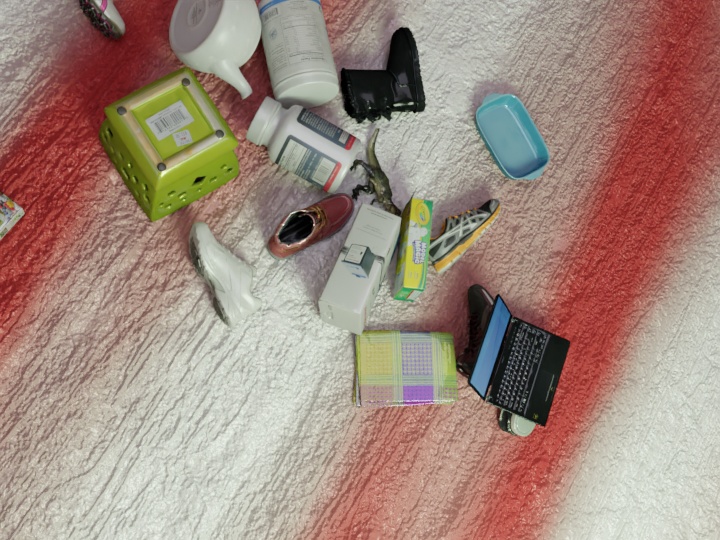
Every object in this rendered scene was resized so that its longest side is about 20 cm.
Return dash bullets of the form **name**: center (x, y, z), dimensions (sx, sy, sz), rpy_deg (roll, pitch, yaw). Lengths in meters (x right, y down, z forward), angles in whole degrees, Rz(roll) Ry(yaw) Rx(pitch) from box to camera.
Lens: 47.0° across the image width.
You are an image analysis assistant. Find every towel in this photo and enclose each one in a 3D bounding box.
- **towel**: center (0.083, 0.185, 1.569), dimensions (0.198, 0.023, 0.145), rpy_deg (-1, 76, -7)

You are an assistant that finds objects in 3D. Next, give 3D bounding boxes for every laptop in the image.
- **laptop**: center (0.297, 0.168, 1.530), dimensions (0.199, 0.103, 0.178), rpy_deg (24, 74, -6)

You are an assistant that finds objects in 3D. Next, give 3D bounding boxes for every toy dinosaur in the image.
- **toy dinosaur**: center (0.022, -0.183, 1.639), dimensions (0.088, 0.047, 0.202), rpy_deg (-9, 79, -31)

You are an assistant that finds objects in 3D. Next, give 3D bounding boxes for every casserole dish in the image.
- **casserole dish**: center (0.314, -0.277, 1.743), dimensions (0.121, 0.039, 0.201), rpy_deg (-28, 86, -19)

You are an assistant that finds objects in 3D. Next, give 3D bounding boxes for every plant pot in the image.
- **plant pot**: center (-0.339, -0.234, 1.482), dimensions (0.199, 0.181, 0.200), rpy_deg (-33, 88, -18)

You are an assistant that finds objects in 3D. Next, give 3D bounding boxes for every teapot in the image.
- **teapot**: center (-0.258, -0.460, 1.577), dimensions (0.146, 0.197, 0.201), rpy_deg (19, 102, -47)

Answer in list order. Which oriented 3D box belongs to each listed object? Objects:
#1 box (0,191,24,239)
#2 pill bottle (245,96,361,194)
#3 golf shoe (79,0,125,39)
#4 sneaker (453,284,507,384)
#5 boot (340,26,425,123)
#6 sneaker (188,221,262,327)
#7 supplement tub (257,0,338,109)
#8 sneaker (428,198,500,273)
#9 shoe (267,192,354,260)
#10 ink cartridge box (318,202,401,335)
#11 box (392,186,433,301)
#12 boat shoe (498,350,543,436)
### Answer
- **box**: center (-0.700, -0.125, 1.436), dimensions (0.199, 0.035, 0.110), rpy_deg (37, 71, -4)
- **pill bottle**: center (-0.110, -0.243, 1.578), dimensions (0.199, 0.120, 0.120), rpy_deg (29, 72, -7)
- **golf shoe**: center (-0.498, -0.532, 1.565), dimensions (0.092, 0.073, 0.201), rpy_deg (-36, 88, -21)
- **sneaker**: center (0.222, 0.134, 1.605), dimensions (0.115, 0.076, 0.201), rpy_deg (-19, 84, -15)
- **boot**: center (0.039, -0.397, 1.682), dimensions (0.161, 0.073, 0.200), rpy_deg (-8, 80, -13)
- **sneaker**: center (-0.244, -0.002, 1.518), dimensions (0.099, 0.078, 0.201), rpy_deg (-25, 94, -25)
- **supplement tub**: center (-0.123, -0.431, 1.612), dimensions (0.131, 0.132, 0.202), rpy_deg (-10, 81, -17)
- **sneaker**: center (0.204, -0.084, 1.651), dimensions (0.077, 0.078, 0.200), rpy_deg (45, 69, 8)
- **shoe**: center (-0.085, -0.092, 1.564), dimensions (0.199, 0.091, 0.072), rpy_deg (-34, 88, -19)
- **ink cartridge box**: center (0.000, 0.000, 1.530), dimensions (0.085, 0.147, 0.201), rpy_deg (20, 72, 6)
- **box**: center (0.101, -0.050, 1.590), dimensions (0.048, 0.117, 0.202), rpy_deg (6, 76, -7)
- **boat shoe**: center (0.328, 0.226, 1.618), dimensions (0.076, 0.060, 0.201), rpy_deg (43, 67, -23)
